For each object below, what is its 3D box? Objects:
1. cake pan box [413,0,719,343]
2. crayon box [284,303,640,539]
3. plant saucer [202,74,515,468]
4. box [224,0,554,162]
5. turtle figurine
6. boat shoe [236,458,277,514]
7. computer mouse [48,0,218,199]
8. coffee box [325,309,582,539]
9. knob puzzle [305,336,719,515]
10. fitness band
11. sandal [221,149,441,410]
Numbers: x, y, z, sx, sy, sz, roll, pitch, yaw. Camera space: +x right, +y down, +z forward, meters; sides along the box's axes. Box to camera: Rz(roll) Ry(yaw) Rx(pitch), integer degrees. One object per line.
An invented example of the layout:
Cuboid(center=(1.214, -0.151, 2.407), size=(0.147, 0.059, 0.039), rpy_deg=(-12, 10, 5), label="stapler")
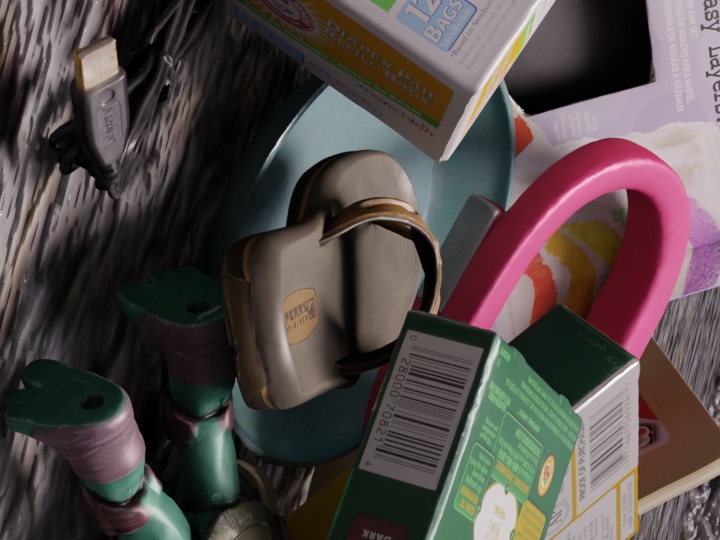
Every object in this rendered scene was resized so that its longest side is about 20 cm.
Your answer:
Cuboid(center=(0.097, -0.071, 1.082), size=(0.052, 0.183, 0.201), rpy_deg=(-129, -154, -62), label="cake pan box")
Cuboid(center=(0.035, 0.120, 0.990), size=(0.200, 0.052, 0.126), rpy_deg=(-37, 144, -24), label="crayon box")
Cuboid(center=(-0.006, -0.014, 0.987), size=(0.200, 0.036, 0.201), rpy_deg=(-33, 135, -39), label="plant saucer")
Cuboid(center=(0.046, -0.160, 0.876), size=(0.201, 0.112, 0.101), rpy_deg=(-56, 178, -12), label="box")
Cuboid(center=(-0.069, 0.109, 0.842), size=(0.150, 0.100, 0.201), rpy_deg=(-64, 152, -53), label="turtle figurine")
Cuboid(center=(-0.064, 0.178, 0.948), size=(0.064, 0.071, 0.201), rpy_deg=(17, 83, -74), label="boat shoe")
Cuboid(center=(-0.075, -0.122, 0.740), size=(0.201, 0.046, 0.141), rpy_deg=(102, 6, -47), label="computer mouse")
Cuboid(center=(0.020, 0.127, 0.858), size=(0.123, 0.044, 0.201), rpy_deg=(41, 65, -62), label="coffee box")
Cuboid(center=(0.066, 0.092, 1.150), size=(0.220, 0.218, 0.031), rpy_deg=(-64, 145, -42), label="knob puzzle")
Cuboid(center=(0.078, 0.031, 1.040), size=(0.143, 0.037, 0.201), rpy_deg=(14, 109, -49), label="fitness band")
Cuboid(center=(0.000, 0.000, 0.859), size=(0.200, 0.054, 0.082), rpy_deg=(-32, 110, -72), label="sandal")
